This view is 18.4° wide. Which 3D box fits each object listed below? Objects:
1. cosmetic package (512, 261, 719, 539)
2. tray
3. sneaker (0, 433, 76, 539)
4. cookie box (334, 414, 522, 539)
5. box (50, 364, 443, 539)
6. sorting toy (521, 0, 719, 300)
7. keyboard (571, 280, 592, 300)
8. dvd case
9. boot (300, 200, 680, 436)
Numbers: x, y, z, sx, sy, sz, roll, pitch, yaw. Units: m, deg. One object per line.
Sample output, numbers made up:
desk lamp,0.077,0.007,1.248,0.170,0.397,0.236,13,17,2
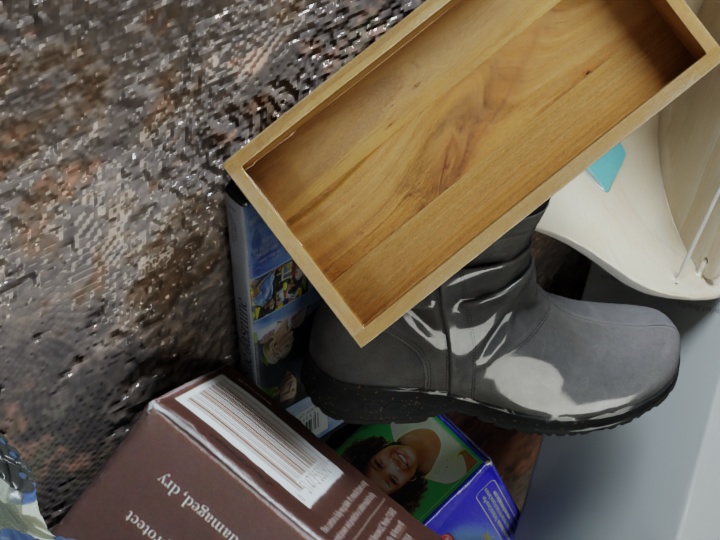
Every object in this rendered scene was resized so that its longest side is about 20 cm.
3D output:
cosmetic package,0.168,0.074,1.192,0.081,0.112,0.202,18,87,-43
tray,0.048,-0.068,0.957,0.199,0.099,0.037,-38,180,-1
sneaker,-0.144,0.140,0.880,0.077,0.200,0.086,17,112,-47
cookie box,-0.004,0.183,1.213,0.200,0.075,0.171,-44,149,-9
box,-0.072,0.174,0.991,0.201,0.164,0.166,-52,177,8
sorting toy,0.125,-0.089,1.061,0.179,0.107,0.201,-6,129,-39
keyboard,0.137,0.105,1.258,0.104,0.039,0.202,-6,106,-65
dvd case,0.000,0.000,1.075,0.142,0.018,0.201,-32,144,-25
boot,0.073,0.009,1.037,0.198,0.070,0.132,-4,132,-19
